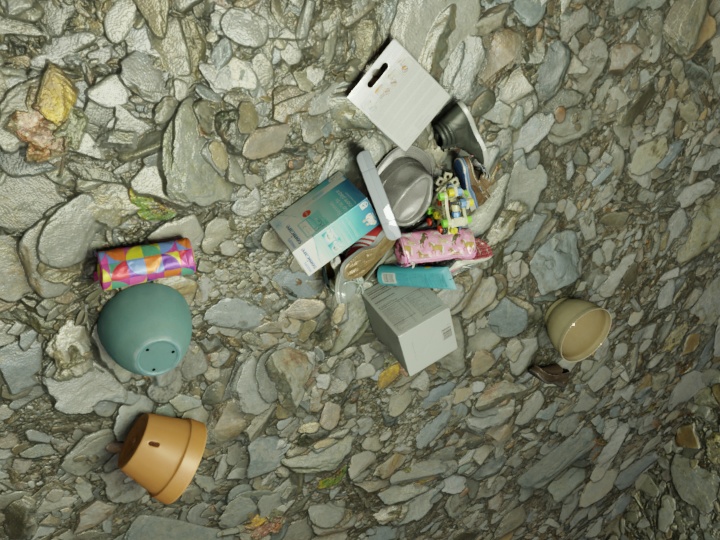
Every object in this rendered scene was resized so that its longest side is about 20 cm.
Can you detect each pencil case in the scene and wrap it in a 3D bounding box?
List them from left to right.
[{"bbox_3d":[-0.439,-0.014,1.392,0.198,0.088,0.089,-10,125,-23],"label":"pencil case"},{"bbox_3d":[0.182,-0.057,1.655,0.198,0.083,0.087,-8,93,-16],"label":"pencil case"}]

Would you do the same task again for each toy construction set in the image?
[{"bbox_3d":[0.205,-0.159,1.615,0.091,0.200,0.132,-5,113,-2],"label":"toy construction set"}]

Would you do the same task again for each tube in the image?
[{"bbox_3d":[0.137,0.016,1.689,0.078,0.199,0.051,58,47,-42],"label":"tube"}]

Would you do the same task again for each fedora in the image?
[{"bbox_3d":[0.109,-0.184,1.603,0.176,0.090,0.201,27,104,-41],"label":"fedora"}]

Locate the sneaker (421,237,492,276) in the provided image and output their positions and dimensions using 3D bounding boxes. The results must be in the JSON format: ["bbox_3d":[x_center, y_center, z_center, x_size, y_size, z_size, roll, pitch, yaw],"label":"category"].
[{"bbox_3d":[0.242,-0.026,1.742,0.198,0.081,0.075,-16,143,-12],"label":"sneaker"}]

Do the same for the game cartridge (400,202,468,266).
[{"bbox_3d":[0.183,-0.083,1.745,0.199,0.041,0.134,-31,128,-10],"label":"game cartridge"}]

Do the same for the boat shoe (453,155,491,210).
[{"bbox_3d":[0.279,-0.225,1.672,0.072,0.073,0.200,-25,153,4],"label":"boat shoe"}]

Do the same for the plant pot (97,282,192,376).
[{"bbox_3d":[-0.446,0.147,1.458,0.199,0.135,0.201,-16,128,-22],"label":"plant pot"}]

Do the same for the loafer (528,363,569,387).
[{"bbox_3d":[0.638,0.340,2.303,0.199,0.073,0.071,19,99,-44],"label":"loafer"}]

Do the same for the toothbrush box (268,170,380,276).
[{"bbox_3d":[-0.080,-0.106,1.504,0.199,0.147,0.085,-37,132,-3],"label":"toothbrush box"}]

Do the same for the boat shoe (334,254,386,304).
[{"bbox_3d":[0.001,0.001,1.616,0.202,0.064,0.075,-55,144,-39],"label":"boat shoe"}]

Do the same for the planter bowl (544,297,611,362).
[{"bbox_3d":[0.668,0.168,2.152,0.199,0.135,0.202,-15,127,-21],"label":"planter bowl"}]

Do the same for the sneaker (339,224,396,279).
[{"bbox_3d":[-0.012,-0.057,1.578,0.200,0.112,0.072,-40,145,-39],"label":"sneaker"}]

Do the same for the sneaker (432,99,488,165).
[{"bbox_3d":[0.234,-0.305,1.620,0.099,0.071,0.200,-33,136,7],"label":"sneaker"}]

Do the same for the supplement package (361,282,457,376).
[{"bbox_3d":[0.124,0.127,1.748,0.150,0.200,0.152,-28,131,-13],"label":"supplement package"}]

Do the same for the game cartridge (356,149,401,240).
[{"bbox_3d":[0.040,-0.165,1.493,0.041,0.133,0.201,-22,97,1],"label":"game cartridge"}]

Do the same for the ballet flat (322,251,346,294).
[{"bbox_3d":[-0.058,0.000,1.639,0.074,0.074,0.201,-25,128,-14],"label":"ballet flat"}]

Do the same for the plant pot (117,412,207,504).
[{"bbox_3d":[-0.473,0.425,1.606,0.140,0.200,0.201,33,100,-24],"label":"plant pot"}]

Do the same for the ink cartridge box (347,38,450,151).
[{"bbox_3d":[0.079,-0.381,1.491,0.200,0.050,0.162,35,99,-33],"label":"ink cartridge box"}]
